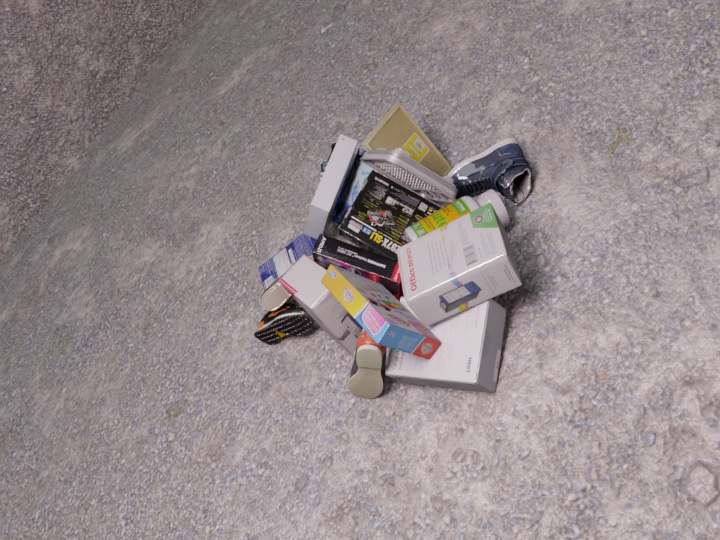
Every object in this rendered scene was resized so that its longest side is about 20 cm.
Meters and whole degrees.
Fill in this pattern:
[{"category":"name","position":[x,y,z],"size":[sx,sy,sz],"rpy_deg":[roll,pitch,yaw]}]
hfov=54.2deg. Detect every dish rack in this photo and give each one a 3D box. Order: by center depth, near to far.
[{"category":"dish rack","position":[0.109,-0.206,1.488],"size":[0.044,0.197,0.171],"rpy_deg":[-64,24,-1]}]

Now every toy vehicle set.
[{"category":"toy vehicle set","position":[0.107,-0.258,1.590],"size":[0.125,0.200,0.026],"rpy_deg":[-48,23,-11]}]

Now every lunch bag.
[{"category":"lunch bag","position":[0.020,-0.199,1.682],"size":[0.198,0.126,0.173],"rpy_deg":[-4,59,55]}]

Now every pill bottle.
[{"category":"pill bottle","position":[0.198,-0.081,1.427],"size":[0.197,0.112,0.112],"rpy_deg":[-29,42,-2]}]

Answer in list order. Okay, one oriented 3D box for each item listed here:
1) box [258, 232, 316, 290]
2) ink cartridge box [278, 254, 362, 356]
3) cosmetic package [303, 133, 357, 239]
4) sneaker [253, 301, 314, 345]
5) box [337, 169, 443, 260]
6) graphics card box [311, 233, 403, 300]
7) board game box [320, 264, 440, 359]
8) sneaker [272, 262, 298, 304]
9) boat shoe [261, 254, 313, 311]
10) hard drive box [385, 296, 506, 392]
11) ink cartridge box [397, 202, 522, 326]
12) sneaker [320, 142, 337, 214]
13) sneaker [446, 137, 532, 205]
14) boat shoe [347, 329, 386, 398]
[{"category":"box","position":[-0.162,-0.021,1.749],"size":[0.199,0.032,0.122],"rpy_deg":[-37,42,12]},{"category":"ink cartridge box","position":[-0.059,0.078,1.458],"size":[0.085,0.201,0.145],"rpy_deg":[-45,41,-10]},{"category":"cosmetic package","position":[-0.070,-0.194,1.651],"size":[0.051,0.151,0.203],"rpy_deg":[20,66,0]},{"category":"sneaker","position":[-0.169,0.102,1.610],"size":[0.198,0.070,0.091],"rpy_deg":[-25,38,44]},{"category":"box","position":[0.072,-0.102,1.524],"size":[0.197,0.049,0.162],"rpy_deg":[28,74,5]},{"category":"graphics card box","position":[0.000,0.000,1.467],"size":[0.196,0.126,0.052],"rpy_deg":[21,68,11]},{"category":"board game box","position":[0.035,0.074,1.280],"size":[0.041,0.152,0.200],"rpy_deg":[-56,45,11]},{"category":"sneaker","position":[-0.119,0.007,1.653],"size":[0.198,0.089,0.075],"rpy_deg":[-32,41,12]},{"category":"boat shoe","position":[-0.143,0.018,1.603],"size":[0.198,0.067,0.057],"rpy_deg":[-35,11,1]},{"category":"hard drive box","position":[0.158,0.135,1.307],"size":[0.197,0.076,0.159],"rpy_deg":[-1,70,40]},{"category":"ink cartridge box","position":[0.174,-0.010,1.271],"size":[0.197,0.088,0.147],"rpy_deg":[-25,40,17]},{"category":"sneaker","position":[-0.077,-0.235,1.799],"size":[0.070,0.080,0.203],"rpy_deg":[-5,56,33]},{"category":"sneaker","position":[0.269,-0.181,1.491],"size":[0.200,0.077,0.148],"rpy_deg":[-33,43,16]},{"category":"boat shoe","position":[0.015,0.178,1.344],"size":[0.070,0.202,0.063],"rpy_deg":[7,51,2]}]
